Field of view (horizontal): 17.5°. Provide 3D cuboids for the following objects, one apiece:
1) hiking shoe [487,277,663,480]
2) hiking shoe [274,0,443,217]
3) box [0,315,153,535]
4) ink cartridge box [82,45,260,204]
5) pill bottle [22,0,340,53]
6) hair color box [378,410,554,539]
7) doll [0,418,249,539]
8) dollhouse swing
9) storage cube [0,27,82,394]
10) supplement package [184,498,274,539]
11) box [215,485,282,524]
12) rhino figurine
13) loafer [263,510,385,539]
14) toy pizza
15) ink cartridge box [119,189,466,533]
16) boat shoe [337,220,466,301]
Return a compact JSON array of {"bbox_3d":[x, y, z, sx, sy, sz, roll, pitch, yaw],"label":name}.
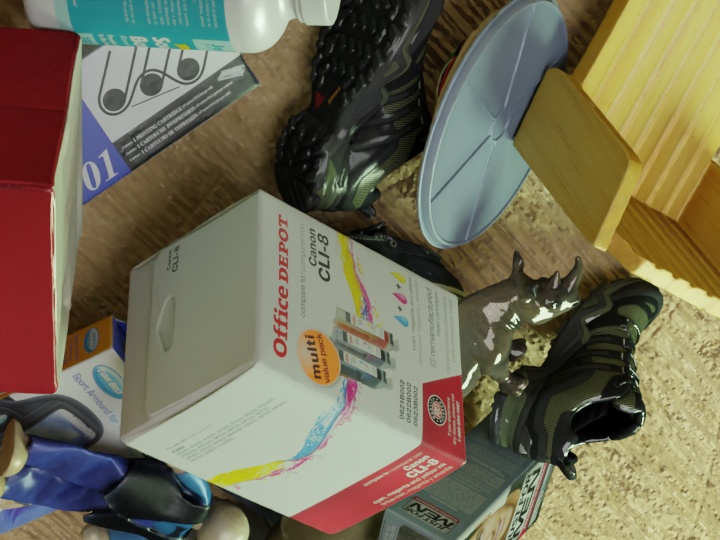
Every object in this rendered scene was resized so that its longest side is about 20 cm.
[{"bbox_3d":[0.189,0.088,1.825,0.200,0.100,0.076,-43,152,-29],"label":"hiking shoe"},{"bbox_3d":[0.015,-0.130,1.688,0.100,0.076,0.200,6,123,-44],"label":"hiking shoe"},{"bbox_3d":[-0.213,0.110,1.690,0.199,0.042,0.119,-23,129,17],"label":"box"},{"bbox_3d":[-0.179,-0.115,1.631,0.200,0.044,0.094,-35,122,-3],"label":"ink cartridge box"},{"bbox_3d":[-0.114,-0.199,1.531,0.199,0.111,0.111,4,118,10],"label":"pill bottle"},{"bbox_3d":[0.081,0.189,1.810,0.200,0.060,0.099,-36,148,-51],"label":"hair color box"},{"bbox_3d":[-0.172,0.164,1.684,0.199,0.049,0.137,18,137,-23],"label":"doll"},{"bbox_3d":[0.250,-0.097,1.739,0.200,0.182,0.176,26,111,-42],"label":"dollhouse swing"},{"bbox_3d":[-0.275,-0.041,1.507,0.179,0.171,0.201,3,129,-2],"label":"storage cube"},{"bbox_3d":[-0.074,0.259,1.823,0.199,0.114,0.110,16,107,-27],"label":"supplement package"},{"bbox_3d":[-0.085,0.080,1.769,0.200,0.044,0.160,38,97,-32],"label":"box"},{"bbox_3d":[0.090,0.054,1.749,0.200,0.060,0.087,-40,127,17],"label":"rhino figurine"},{"bbox_3d":[-0.001,0.175,1.793,0.200,0.076,0.068,-34,154,-48],"label":"loafer"},{"bbox_3d":[0.089,-0.112,1.706,0.200,0.032,0.201,-46,151,-36],"label":"toy pizza"},{"bbox_3d":[-0.047,0.066,1.629,0.200,0.146,0.144,27,137,-35],"label":"ink cartridge box"},{"bbox_3d":[0.000,0.000,1.736,0.200,0.062,0.075,17,133,-44],"label":"boat shoe"}]
